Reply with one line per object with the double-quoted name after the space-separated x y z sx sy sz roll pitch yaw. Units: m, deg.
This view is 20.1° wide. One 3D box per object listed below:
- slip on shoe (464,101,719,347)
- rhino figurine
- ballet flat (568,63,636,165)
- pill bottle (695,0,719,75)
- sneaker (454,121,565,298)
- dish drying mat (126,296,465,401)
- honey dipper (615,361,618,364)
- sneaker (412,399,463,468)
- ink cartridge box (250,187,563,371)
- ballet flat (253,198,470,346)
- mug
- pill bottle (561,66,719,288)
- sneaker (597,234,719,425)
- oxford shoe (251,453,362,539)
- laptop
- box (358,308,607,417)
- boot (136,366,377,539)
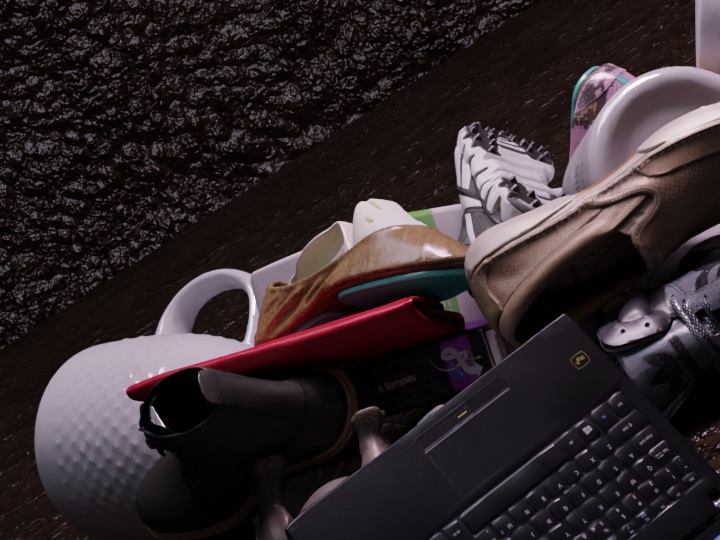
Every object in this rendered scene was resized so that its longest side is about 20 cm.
0.153 -0.024 1.115 0.199 0.076 0.061 -25 44 4 "slip on shoe"
0.016 0.127 1.159 0.199 0.088 0.060 -28 -27 28 "rhino figurine"
0.177 -0.056 1.432 0.069 0.071 0.201 -38 -30 -30 "ballet flat"
0.303 -0.156 1.228 0.198 0.114 0.113 -1 17 9 "pill bottle"
0.084 -0.030 1.267 0.200 0.066 0.091 -108 38 -68 "sneaker"
-0.040 0.050 1.230 0.199 0.018 0.077 -16 -13 25 "dish drying mat"
0.162 0.050 1.178 0.200 0.038 0.038 -36 9 -30 "honey dipper"
0.017 0.161 1.029 0.201 0.080 0.071 -51 11 22 "sneaker"
0.050 0.010 1.381 0.199 0.085 0.145 -10 -9 -42 "ink cartridge box"
0.000 0.000 1.249 0.067 0.073 0.200 9 -25 -34 "ballet flat"
-0.117 0.093 1.456 0.175 0.147 0.201 -10 60 46 "mug"
0.184 -0.049 1.265 0.114 0.115 0.200 -35 -6 -6 "pill bottle"
0.194 0.029 1.059 0.114 0.076 0.200 -37 4 -15 "sneaker"
-0.010 0.133 1.269 0.199 0.058 0.075 -21 14 49 "oxford shoe"
0.086 0.116 0.893 0.177 0.200 0.104 -35 -27 -13 "laptop"
0.042 0.068 1.300 0.199 0.036 0.143 -23 -6 36 "box"
-0.106 0.104 1.235 0.138 0.078 0.200 9 -36 -46 "boot"
